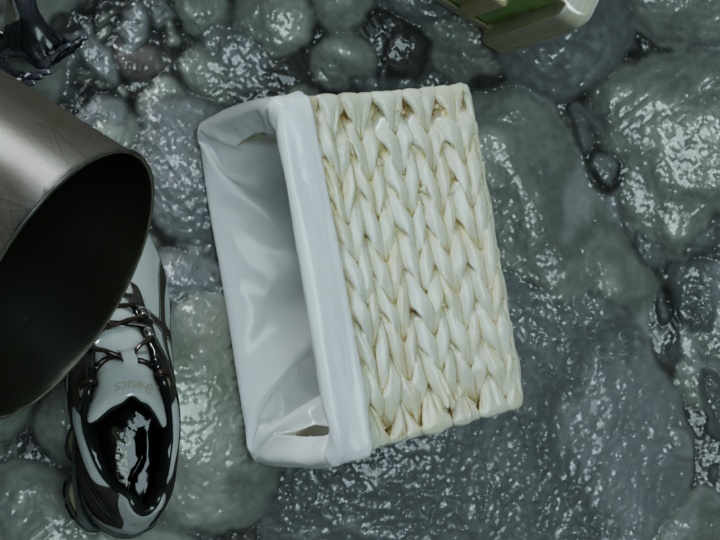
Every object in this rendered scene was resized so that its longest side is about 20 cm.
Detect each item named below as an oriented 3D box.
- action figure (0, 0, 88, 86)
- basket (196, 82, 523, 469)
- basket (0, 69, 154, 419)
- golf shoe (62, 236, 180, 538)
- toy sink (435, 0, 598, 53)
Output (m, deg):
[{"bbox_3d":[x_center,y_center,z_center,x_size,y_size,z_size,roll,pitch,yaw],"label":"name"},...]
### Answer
[{"bbox_3d":[-0.215,-0.194,1.506,0.201,0.102,0.119,60,36,-11],"label":"action figure"},{"bbox_3d":[0.000,0.000,1.561,0.123,0.135,0.202,-9,90,-23],"label":"basket"},{"bbox_3d":[-0.224,-0.049,1.453,0.200,0.181,0.136,38,49,20],"label":"basket"},{"bbox_3d":[-0.129,0.044,1.535,0.077,0.094,0.202,-10,89,-17],"label":"golf shoe"},{"bbox_3d":[0.088,-0.198,1.600,0.199,0.130,0.113,30,79,-16],"label":"toy sink"}]
